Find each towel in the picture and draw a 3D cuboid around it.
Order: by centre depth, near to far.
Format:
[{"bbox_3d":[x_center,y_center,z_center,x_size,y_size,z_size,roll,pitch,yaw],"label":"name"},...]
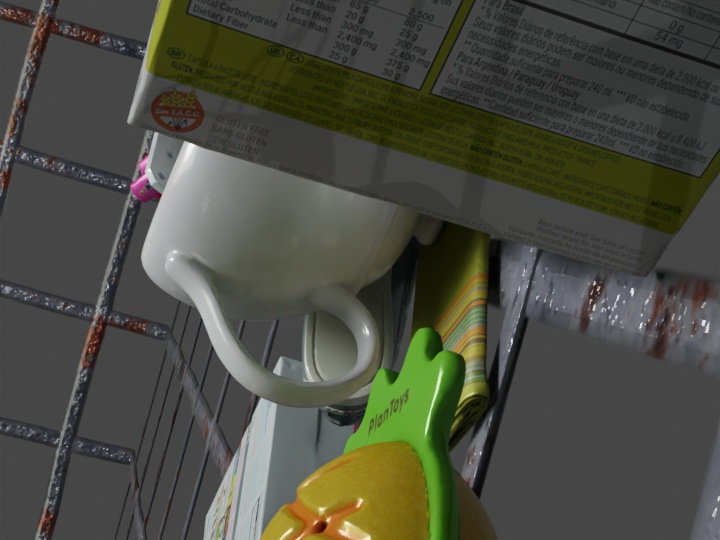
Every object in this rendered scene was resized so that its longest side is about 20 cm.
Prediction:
[{"bbox_3d":[0.051,0.007,0.748,0.086,0.018,0.202,126,158,-47],"label":"towel"}]

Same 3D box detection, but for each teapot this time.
[{"bbox_3d":[-0.023,-0.049,0.765,0.197,0.145,0.202,-105,40,-81],"label":"teapot"}]

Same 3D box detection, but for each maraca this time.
[{"bbox_3d":[0.007,0.121,0.569,0.137,0.106,0.202,-44,31,53],"label":"maraca"}]

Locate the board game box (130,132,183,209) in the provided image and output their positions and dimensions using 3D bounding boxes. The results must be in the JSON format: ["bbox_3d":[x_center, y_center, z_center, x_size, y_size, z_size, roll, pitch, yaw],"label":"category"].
[{"bbox_3d":[-0.061,-0.064,0.948,0.026,0.200,0.202,-30,35,29],"label":"board game box"}]

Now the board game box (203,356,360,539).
[{"bbox_3d":[-0.061,0.180,0.943,0.201,0.063,0.149,118,164,-44],"label":"board game box"}]

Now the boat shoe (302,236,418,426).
[{"bbox_3d":[0.000,0.000,0.864,0.062,0.072,0.202,91,-174,-58],"label":"boat shoe"}]

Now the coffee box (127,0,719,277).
[{"bbox_3d":[0.049,-0.155,0.498,0.201,0.197,0.199,-87,17,-46],"label":"coffee box"}]
